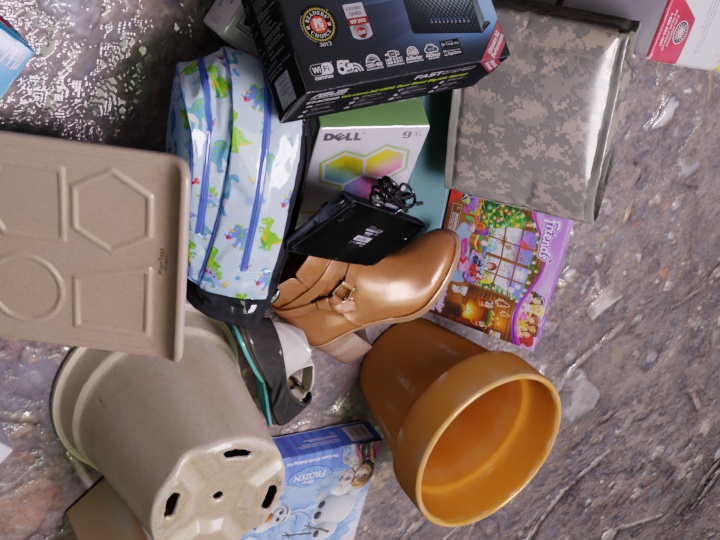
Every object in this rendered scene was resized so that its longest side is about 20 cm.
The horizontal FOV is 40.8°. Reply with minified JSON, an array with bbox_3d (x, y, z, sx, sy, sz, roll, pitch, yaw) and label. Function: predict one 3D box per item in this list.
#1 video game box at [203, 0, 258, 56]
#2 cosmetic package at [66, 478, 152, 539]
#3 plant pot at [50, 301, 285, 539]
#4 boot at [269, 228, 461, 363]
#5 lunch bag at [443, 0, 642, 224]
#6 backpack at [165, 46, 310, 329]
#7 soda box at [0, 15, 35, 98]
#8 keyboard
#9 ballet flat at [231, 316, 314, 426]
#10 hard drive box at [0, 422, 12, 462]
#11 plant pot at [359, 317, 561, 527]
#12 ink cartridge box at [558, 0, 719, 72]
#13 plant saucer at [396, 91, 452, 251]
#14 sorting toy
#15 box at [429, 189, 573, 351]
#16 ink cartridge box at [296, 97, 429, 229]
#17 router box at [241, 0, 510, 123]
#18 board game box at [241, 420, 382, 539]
[{"bbox_3d":[-0.014,-0.242,0.862,0.199,0.047,0.183,29,101,-45],"label":"video game box"},{"bbox_3d":[-0.213,0.307,0.968,0.071,0.200,0.106,-39,133,-6],"label":"cosmetic package"},{"bbox_3d":[-0.169,0.161,0.916,0.198,0.183,0.203,-19,129,-25],"label":"plant pot"},{"bbox_3d":[0.000,0.000,1.006,0.200,0.074,0.155,-44,130,5],"label":"boot"},{"bbox_3d":[0.175,-0.155,0.955,0.118,0.162,0.203,-41,143,-61],"label":"lunch bag"},{"bbox_3d":[-0.106,-0.084,0.816,0.152,0.164,0.201,20,121,-21],"label":"backpack"},{"bbox_3d":[-0.327,-0.108,0.699,0.201,0.068,0.064,-51,136,3],"label":"soda box"},{"bbox_3d":[0.004,-0.051,0.873,0.103,0.040,0.200,-35,166,15],"label":"keyboard"},{"bbox_3d":[-0.085,0.093,0.999,0.068,0.069,0.201,-21,149,-9],"label":"ballet flat"},{"bbox_3d":[-0.418,0.140,0.790,0.156,0.077,0.200,-45,135,-4],"label":"hard drive box"},{"bbox_3d":[0.097,0.155,1.112,0.198,0.183,0.203,-18,128,-26],"label":"plant pot"},{"bbox_3d":[0.340,-0.303,1.018,0.198,0.145,0.147,-1,118,-36],"label":"ink cartridge box"},{"bbox_3d":[0.073,-0.110,1.035,0.069,0.019,0.203,-12,124,-31],"label":"plant saucer"},{"bbox_3d":[-0.234,-0.021,0.785,0.197,0.037,0.188,10,119,2],"label":"sorting toy"},{"bbox_3d":[0.156,-0.025,1.073,0.039,0.135,0.203,-41,146,-56],"label":"box"},{"bbox_3d":[-0.002,-0.120,0.874,0.102,0.060,0.201,-4,147,-19],"label":"ink cartridge box"},{"bbox_3d":[0.007,-0.213,0.765,0.198,0.062,0.152,-16,83,-29],"label":"router box"},{"bbox_3d":[-0.084,0.287,1.162,0.198,0.043,0.201,-5,122,-35],"label":"board game box"}]
